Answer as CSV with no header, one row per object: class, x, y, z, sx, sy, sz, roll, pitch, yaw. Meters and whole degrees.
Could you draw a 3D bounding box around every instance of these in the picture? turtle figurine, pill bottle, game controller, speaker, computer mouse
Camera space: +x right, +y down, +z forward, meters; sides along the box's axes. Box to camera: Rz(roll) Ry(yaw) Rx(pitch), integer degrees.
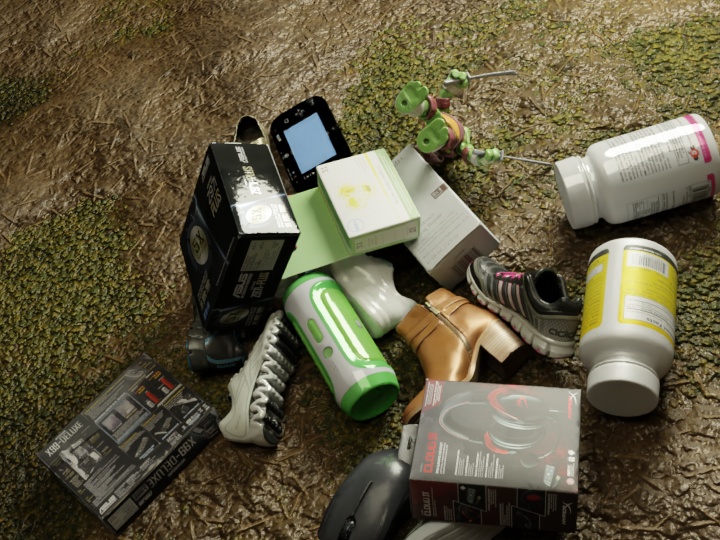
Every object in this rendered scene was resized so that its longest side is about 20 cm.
turtle figurine,0.150,-0.221,1.530,0.200,0.194,0.144,3,92,29
pill bottle,0.368,-0.128,1.440,0.200,0.113,0.114,-16,49,5
pill bottle,0.321,0.069,1.295,0.111,0.111,0.200,1,52,19
game controller,-0.077,-0.196,1.692,0.104,0.042,0.200,-23,48,-1
speaker,-0.027,0.096,1.398,0.088,0.089,0.200,-29,56,-6
computer mouse,0.009,0.287,1.262,0.138,0.053,0.200,16,59,30

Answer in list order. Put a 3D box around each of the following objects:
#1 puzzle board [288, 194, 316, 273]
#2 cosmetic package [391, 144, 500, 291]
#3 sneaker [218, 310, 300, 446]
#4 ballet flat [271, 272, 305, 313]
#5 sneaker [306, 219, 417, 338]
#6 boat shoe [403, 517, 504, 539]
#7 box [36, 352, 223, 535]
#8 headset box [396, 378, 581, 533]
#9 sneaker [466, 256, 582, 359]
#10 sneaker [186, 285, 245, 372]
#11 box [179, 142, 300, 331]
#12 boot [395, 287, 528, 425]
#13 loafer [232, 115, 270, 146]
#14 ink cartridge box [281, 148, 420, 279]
puzzle board,-0.098,-0.044,1.565,0.200,0.017,0.151,-4,67,15
cosmetic package,0.095,-0.076,1.500,0.102,0.074,0.200,-44,50,6
sneaker,-0.134,0.138,1.423,0.081,0.075,0.200,-7,49,25
ballet flat,-0.122,-0.016,1.511,0.068,0.072,0.200,-25,63,5
sneaker,0.000,0.000,1.484,0.088,0.075,0.200,-29,67,-21
boat shoe,0.125,0.270,1.235,0.200,0.072,0.071,-26,40,-18
box,-0.303,0.224,1.420,0.158,0.050,0.200,30,66,35
headset box,0.142,0.202,1.196,0.200,0.075,0.149,3,42,12
sneaker,0.213,0.025,1.364,0.074,0.088,0.200,3,29,-35
sneaker,-0.199,0.057,1.520,0.082,0.073,0.200,-1,56,-3
box,-0.166,-0.043,1.432,0.086,0.200,0.164,-2,51,-26
boot,0.093,0.109,1.361,0.200,0.077,0.155,-40,52,-17
loafer,-0.171,-0.165,1.681,0.076,0.067,0.200,-19,49,3
ink cartridge box,-0.036,-0.079,1.459,0.200,0.048,0.146,-16,51,-11
